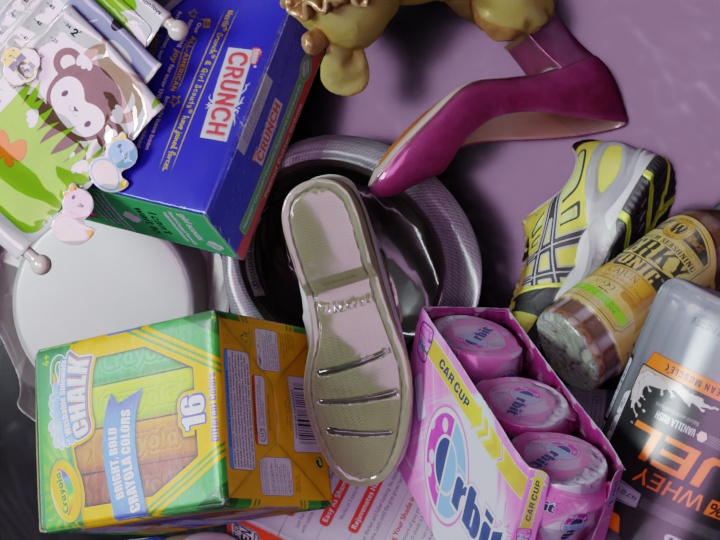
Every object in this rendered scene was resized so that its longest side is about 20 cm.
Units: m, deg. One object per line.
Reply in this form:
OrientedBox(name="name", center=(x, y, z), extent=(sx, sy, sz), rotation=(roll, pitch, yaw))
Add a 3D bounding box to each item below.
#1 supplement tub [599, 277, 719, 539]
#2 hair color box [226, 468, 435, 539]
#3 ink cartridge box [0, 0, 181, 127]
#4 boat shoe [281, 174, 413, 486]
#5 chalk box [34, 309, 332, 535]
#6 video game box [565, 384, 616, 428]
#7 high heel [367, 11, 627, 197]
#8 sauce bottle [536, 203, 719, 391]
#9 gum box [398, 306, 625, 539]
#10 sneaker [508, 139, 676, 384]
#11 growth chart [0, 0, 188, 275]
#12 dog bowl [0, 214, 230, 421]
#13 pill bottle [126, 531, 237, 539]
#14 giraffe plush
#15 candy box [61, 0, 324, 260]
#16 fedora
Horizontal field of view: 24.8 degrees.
OrientedBox(name="supplement tub", center=(0.203, 0.117, 0.995), extent=(0.122, 0.122, 0.202), rotation=(22, 96, 10))
OrientedBox(name="hair color box", center=(0.015, 0.181, 1.157), extent=(0.199, 0.061, 0.102), rotation=(25, 62, 9))
OrientedBox(name="ink cartridge box", center=(-0.224, -0.201, 1.136), extent=(0.200, 0.044, 0.174), rotation=(-42, 60, -2))
OrientedBox(name="boat shoe", center=(-0.002, 0.037, 1.069), extent=(0.074, 0.068, 0.202), rotation=(-6, 96, 13))
OrientedBox(name="chalk box", center=(-0.137, 0.109, 1.090), extent=(0.199, 0.123, 0.126), rotation=(-14, 75, 29))
OrientedBox(name="video game box", center=(0.168, 0.175, 1.098), extent=(0.180, 0.047, 0.201), rotation=(5, 59, 12))
OrientedBox(name="high heel", center=(0.095, -0.087, 1.102), extent=(0.200, 0.067, 0.096), rotation=(-41, 94, -30))
OrientedBox(name="sauce bottle", center=(0.206, 0.002, 1.084), extent=(0.199, 0.065, 0.065), rotation=(-35, 86, -23))
OrientedBox(name="gum box", center=(0.086, 0.120, 1.005), extent=(0.066, 0.200, 0.114), rotation=(1, 117, -19))
OrientedBox(name="sneaker", center=(0.141, 0.001, 1.133), extent=(0.076, 0.075, 0.201), rotation=(28, 82, 34))
OrientedBox(name="growth chart", center=(-0.202, -0.112, 1.065), extent=(0.144, 0.018, 0.201), rotation=(33, 89, -1))
OrientedBox(name="dog bowl", center=(-0.184, 0.025, 1.212), extent=(0.198, 0.059, 0.202), rotation=(1, 94, 13))
OrientedBox(name="pill bottle", center=(-0.174, 0.255, 1.176), extent=(0.199, 0.119, 0.121), rotation=(-12, 91, 33))
OrientedBox(name="giraffe plush", center=(0.021, -0.201, 1.068), extent=(0.161, 0.200, 0.173), rotation=(-30, 90, -2))
OrientedBox(name="candy box", center=(-0.146, -0.117, 1.137), extent=(0.199, 0.077, 0.170), rotation=(14, 73, 26))
OrientedBox(name="fedora", center=(0.000, 0.000, 1.154), extent=(0.199, 0.090, 0.178), rotation=(31, 98, 17))
